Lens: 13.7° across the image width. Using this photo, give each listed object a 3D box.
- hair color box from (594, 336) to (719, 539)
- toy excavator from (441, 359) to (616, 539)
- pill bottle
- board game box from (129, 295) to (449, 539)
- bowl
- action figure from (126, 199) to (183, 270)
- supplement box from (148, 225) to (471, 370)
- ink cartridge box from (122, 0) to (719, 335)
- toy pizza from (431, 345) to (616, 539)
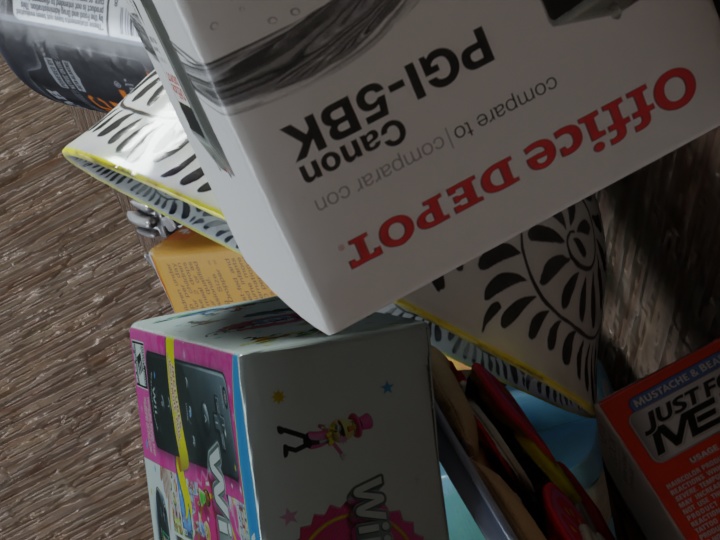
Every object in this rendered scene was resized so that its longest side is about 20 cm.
[{"bbox_3d":[0.152,0.129,0.961,0.200,0.064,0.111,60,173,32],"label":"hair color box"},{"bbox_3d":[0.072,0.097,1.184,0.200,0.194,0.100,-75,-33,-57],"label":"toy excavator"},{"bbox_3d":[-0.082,-0.114,1.238,0.200,0.106,0.106,14,138,41],"label":"pill bottle"},{"bbox_3d":[-0.023,0.088,0.990,0.200,0.064,0.148,-176,78,-75],"label":"board game box"},{"bbox_3d":[0.009,-0.035,1.002,0.201,0.094,0.201,26,178,1],"label":"bowl"},{"bbox_3d":[-0.054,-0.016,1.494,0.130,0.069,0.200,54,-144,-34],"label":"action figure"},{"bbox_3d":[0.000,0.000,1.221,0.200,0.067,0.069,-7,114,52],"label":"supplement box"},{"bbox_3d":[0.004,-0.105,0.833,0.200,0.147,0.083,65,170,-24],"label":"ink cartridge box"},{"bbox_3d":[0.073,0.101,0.990,0.200,0.032,0.200,58,-177,-4],"label":"toy pizza"}]
